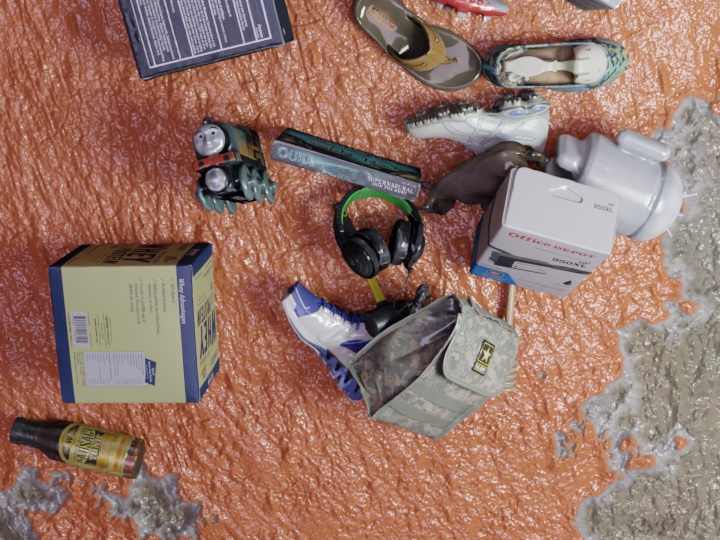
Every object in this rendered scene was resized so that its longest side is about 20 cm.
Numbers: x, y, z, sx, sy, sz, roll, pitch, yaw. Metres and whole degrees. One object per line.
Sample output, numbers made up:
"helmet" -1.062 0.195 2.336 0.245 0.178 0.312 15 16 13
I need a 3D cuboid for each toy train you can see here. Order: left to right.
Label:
"toy train" -0.172 -0.139 1.278 0.084 0.200 0.115 -15 89 9

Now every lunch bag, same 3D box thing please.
"lunch bag" 0.114 0.127 1.324 0.200 0.118 0.163 -42 141 18

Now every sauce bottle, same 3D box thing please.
"sauce bottle" -0.429 0.265 1.458 0.198 0.066 0.067 12 105 -1

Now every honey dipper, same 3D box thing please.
"honey dipper" 0.216 0.073 1.389 0.038 0.038 0.202 5 102 2

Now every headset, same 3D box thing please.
"headset" 0.039 -0.035 1.301 0.122 0.094 0.202 -13 68 -21

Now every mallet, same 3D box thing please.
"mallet" 0.000 0.000 1.345 0.065 0.041 0.201 -26 81 -29

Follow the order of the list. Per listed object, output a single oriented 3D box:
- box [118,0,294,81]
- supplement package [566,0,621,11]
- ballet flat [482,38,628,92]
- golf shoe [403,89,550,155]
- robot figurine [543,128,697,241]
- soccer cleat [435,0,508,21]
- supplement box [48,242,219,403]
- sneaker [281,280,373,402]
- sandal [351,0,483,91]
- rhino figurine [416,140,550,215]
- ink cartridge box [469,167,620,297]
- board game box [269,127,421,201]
"box" -0.206 -0.371 1.251 0.196 0.123 0.202 -11 105 7
"supplement package" 0.279 -0.436 1.168 0.146 0.200 0.192 28 104 -4
"ballet flat" 0.262 -0.269 1.275 0.198 0.074 0.075 -5 104 1
"golf shoe" 0.159 -0.183 1.307 0.198 0.078 0.098 -5 112 7
"robot figurine" 0.345 -0.110 1.292 0.198 0.113 0.170 21 132 -2
"soccer cleat" 0.106 -0.389 1.259 0.198 0.069 0.086 21 109 3
"supplement box" -0.314 0.072 1.366 0.197 0.134 0.202 0 104 3
"sneaker" -0.020 0.082 1.387 0.115 0.081 0.200 -35 106 7
"sandal" 0.074 -0.305 1.286 0.199 0.054 0.081 33 105 -12
"rhino figurine" 0.153 -0.118 1.303 0.199 0.087 0.060 -23 63 36
"ink cartridge box" 0.236 -0.045 1.264 0.143 0.200 0.085 14 71 -1
"board game box" -0.016 -0.144 1.293 0.198 0.135 0.028 16 105 -2
